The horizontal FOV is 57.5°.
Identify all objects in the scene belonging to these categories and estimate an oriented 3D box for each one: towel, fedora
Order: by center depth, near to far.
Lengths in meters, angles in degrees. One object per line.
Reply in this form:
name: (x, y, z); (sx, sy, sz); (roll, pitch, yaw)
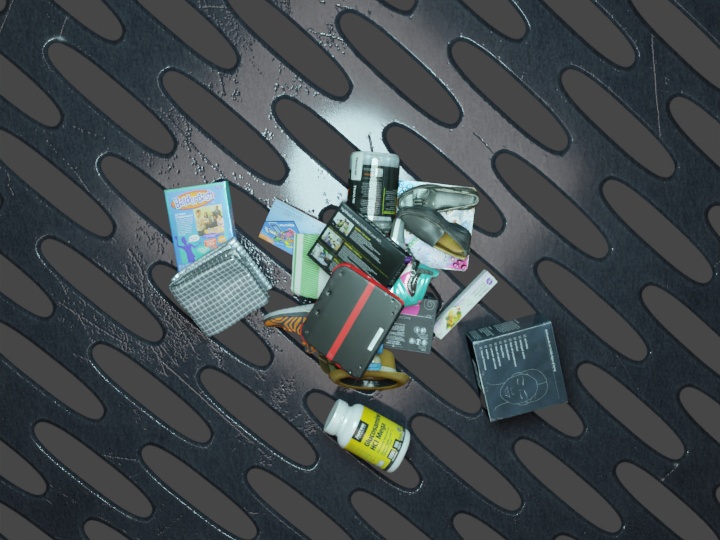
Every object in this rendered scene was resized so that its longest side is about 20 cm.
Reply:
towel: (-0.070, -0.007, 1.523); (0.196, 0.023, 0.157); (6, 94, 22)
towel: (-0.327, 0.046, 1.543); (0.197, 0.086, 0.167); (-29, 116, 10)
fedora: (0.021, 0.232, 1.577); (0.195, 0.201, 0.084); (3, 67, -2)

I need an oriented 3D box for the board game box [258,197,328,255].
board game box: (-0.138, -0.083, 1.572); (0.197, 0.019, 0.105); (28, 95, 9)

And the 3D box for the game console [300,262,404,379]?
game console: (-0.022, 0.106, 1.415); (0.175, 0.031, 0.202); (33, 100, 10)

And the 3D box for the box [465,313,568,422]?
box: (0.375, 0.232, 1.590); (0.192, 0.124, 0.205); (-14, 97, 2)

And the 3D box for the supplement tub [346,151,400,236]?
supplement tub: (0.028, -0.171, 1.534); (0.119, 0.123, 0.205); (4, 96, -2)

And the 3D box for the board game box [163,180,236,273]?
board game box: (-0.377, -0.103, 1.572); (0.148, 0.045, 0.205); (-7, 98, 0)

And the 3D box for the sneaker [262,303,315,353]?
sneaker: (-0.146, 0.142, 1.556); (0.197, 0.077, 0.115); (-11, 89, 33)

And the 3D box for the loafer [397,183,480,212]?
loafer: (0.184, -0.168, 1.541); (0.195, 0.063, 0.074); (-4, 99, -1)

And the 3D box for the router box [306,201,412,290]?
router box: (-0.004, -0.031, 1.452); (0.199, 0.051, 0.150); (41, 105, 18)

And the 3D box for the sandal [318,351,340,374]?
sandal: (-0.071, 0.157, 1.611); (0.078, 0.054, 0.205); (2, 111, 5)

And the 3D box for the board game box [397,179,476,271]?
board game box: (0.176, -0.108, 1.593); (0.195, 0.026, 0.205); (6, 97, -2)

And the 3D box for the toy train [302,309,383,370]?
toy train: (-0.039, 0.156, 1.473); (0.195, 0.085, 0.119); (5, 87, 4)

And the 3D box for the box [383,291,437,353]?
box: (0.076, 0.112, 1.574); (0.195, 0.115, 0.136); (8, 98, 0)

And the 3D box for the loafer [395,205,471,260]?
loafer: (0.173, -0.088, 1.522); (0.196, 0.073, 0.073); (20, 131, -13)

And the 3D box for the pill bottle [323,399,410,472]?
pill bottle: (0.014, 0.400, 1.608); (0.197, 0.112, 0.114); (29, 96, -5)

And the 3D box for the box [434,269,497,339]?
box: (0.251, 0.084, 1.611); (0.039, 0.041, 0.200); (43, 93, -7)

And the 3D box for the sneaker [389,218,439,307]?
sneaker: (0.119, -0.014, 1.479); (0.118, 0.084, 0.205); (3, 87, 2)
